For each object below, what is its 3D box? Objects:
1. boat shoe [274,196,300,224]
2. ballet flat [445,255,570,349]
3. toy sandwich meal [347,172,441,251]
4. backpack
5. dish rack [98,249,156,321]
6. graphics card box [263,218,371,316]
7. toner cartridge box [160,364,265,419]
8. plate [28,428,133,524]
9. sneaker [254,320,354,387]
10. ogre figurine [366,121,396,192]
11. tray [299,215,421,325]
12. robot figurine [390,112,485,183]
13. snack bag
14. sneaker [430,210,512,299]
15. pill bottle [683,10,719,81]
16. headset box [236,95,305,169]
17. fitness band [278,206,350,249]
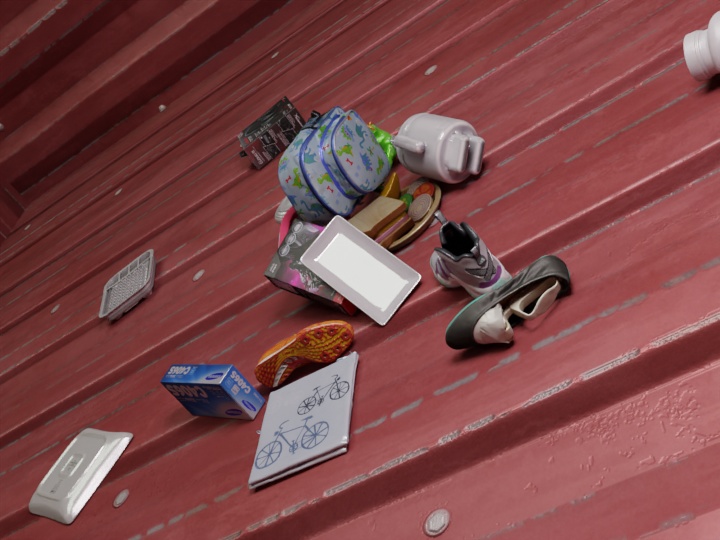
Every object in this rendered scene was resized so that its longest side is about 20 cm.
[{"bbox_3d":[-0.110,-0.174,1.845,0.071,0.069,0.200,20,53,43],"label":"boat shoe"},{"bbox_3d":[0.204,0.052,1.234,0.199,0.068,0.069,-38,35,5],"label":"ballet flat"},{"bbox_3d":[0.057,-0.109,1.662,0.203,0.071,0.207,-31,28,18],"label":"toy sandwich meal"},{"bbox_3d":[-0.052,-0.195,1.699,0.145,0.184,0.201,-16,28,43],"label":"backpack"},{"bbox_3d":[-0.586,0.043,2.298,0.170,0.044,0.201,-35,27,9],"label":"dish rack"},{"bbox_3d":[-0.067,-0.009,1.603,0.197,0.051,0.127,19,73,38],"label":"graphics card box"},{"bbox_3d":[-0.260,0.209,1.563,0.198,0.095,0.044,-7,41,48],"label":"toner cartridge box"},{"bbox_3d":[-0.551,0.386,1.744,0.197,0.032,0.202,-6,43,48],"label":"plate"},{"bbox_3d":[-0.096,0.125,1.508,0.197,0.074,0.078,-24,20,24],"label":"sneaker"},{"bbox_3d":[0.024,-0.242,1.891,0.121,0.097,0.200,-57,11,4],"label":"ogre figurine"},{"bbox_3d":[0.000,0.000,1.517,0.199,0.022,0.108,37,80,24],"label":"tray"},{"bbox_3d":[0.142,-0.228,1.666,0.198,0.167,0.116,23,104,49],"label":"robot figurine"},{"bbox_3d":[-0.085,0.229,1.388,0.186,0.022,0.202,-28,30,23],"label":"snack bag"},{"bbox_3d":[0.142,-0.037,1.362,0.078,0.141,0.199,-44,27,-12],"label":"sneaker"},{"bbox_3d":[0.577,-0.341,1.301,0.197,0.105,0.105,-13,36,42],"label":"pill bottle"},{"bbox_3d":[-0.248,-0.371,2.451,0.198,0.078,0.149,-37,27,2],"label":"headset box"},{"bbox_3d":[-0.086,-0.061,1.736,0.140,0.038,0.203,0,46,2],"label":"fitness band"}]
